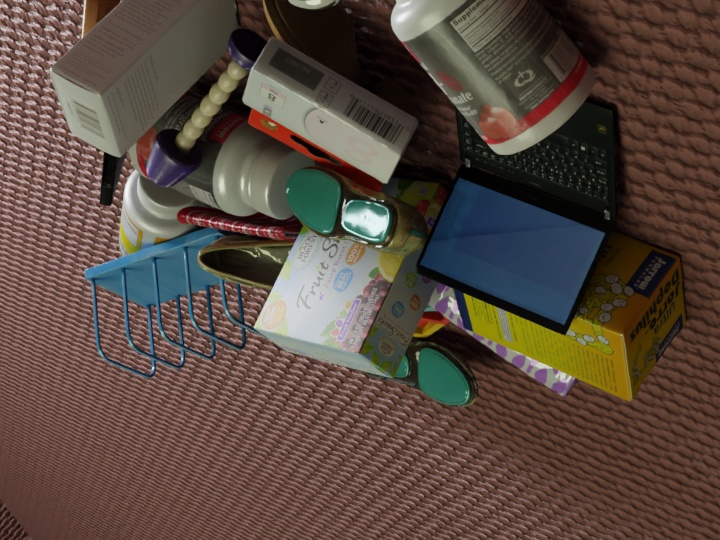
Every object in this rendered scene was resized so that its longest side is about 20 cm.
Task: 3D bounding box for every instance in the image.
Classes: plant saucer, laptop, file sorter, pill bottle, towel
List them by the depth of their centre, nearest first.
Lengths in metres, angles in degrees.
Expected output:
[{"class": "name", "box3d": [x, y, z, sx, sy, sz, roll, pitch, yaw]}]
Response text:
[{"class": "pill bottle", "box3d": [0.096, -0.203, 1.328, 0.200, 0.111, 0.111, 48, 153, -16]}, {"class": "laptop", "box3d": [0.137, -0.071, 1.466, 0.177, 0.103, 0.200, 23, 142, 30]}, {"class": "plant saucer", "box3d": [-0.278, -0.253, 1.700, 0.037, 0.200, 0.200, 4, 155, -9]}, {"class": "pill bottle", "box3d": [-0.152, -0.126, 1.769, 0.200, 0.111, 0.111, 23, 150, 31]}, {"class": "towel", "box3d": [-0.101, -0.053, 1.841, 0.145, 0.022, 0.200, 1, -174, -43]}, {"class": "file sorter", "box3d": [-0.221, 0.045, 1.990, 0.200, 0.123, 0.139, -17, 155, 22]}, {"class": "pill bottle", "box3d": [-0.247, -0.070, 2.007, 0.109, 0.109, 0.200, 37, 155, 6]}]

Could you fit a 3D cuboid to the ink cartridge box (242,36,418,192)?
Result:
[{"class": "ink cartridge box", "box3d": [-0.040, -0.131, 1.556, 0.163, 0.057, 0.200, 30, 154, 0]}]

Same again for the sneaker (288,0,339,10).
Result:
[{"class": "sneaker", "box3d": [-0.101, -0.317, 1.472, 0.200, 0.076, 0.116, 14, 141, 24]}]

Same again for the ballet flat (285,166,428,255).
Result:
[{"class": "ballet flat", "box3d": [-0.002, -0.057, 1.616, 0.200, 0.071, 0.071, 24, 152, 52]}]

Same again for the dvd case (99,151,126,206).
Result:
[{"class": "dvd case", "box3d": [-0.274, -0.179, 1.841, 0.018, 0.143, 0.200, 14, 154, -6]}]

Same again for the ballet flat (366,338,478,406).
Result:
[{"class": "ballet flat", "box3d": [0.081, 0.111, 1.910, 0.200, 0.072, 0.072, 16, 146, 44]}]

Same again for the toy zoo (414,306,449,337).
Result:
[{"class": "toy zoo", "box3d": [0.041, 0.041, 1.822, 0.131, 0.020, 0.200, 10, 160, -16]}]

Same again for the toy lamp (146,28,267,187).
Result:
[{"class": "toy lamp", "box3d": [-0.162, -0.163, 1.655, 0.058, 0.058, 0.200, 40, 126, 0]}]

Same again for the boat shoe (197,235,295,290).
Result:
[{"class": "boat shoe", "box3d": [-0.087, -0.005, 1.845, 0.201, 0.073, 0.063, 10, -173, 14]}]

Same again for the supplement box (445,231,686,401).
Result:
[{"class": "supplement box", "box3d": [0.202, 0.022, 1.551, 0.200, 0.109, 0.110, 23, 150, 30]}]

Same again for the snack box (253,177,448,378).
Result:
[{"class": "snack box", "box3d": [0.000, 0.000, 1.674, 0.169, 0.200, 0.068, 12, 160, 46]}]

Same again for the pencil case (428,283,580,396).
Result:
[{"class": "pencil case", "box3d": [0.163, 0.049, 1.680, 0.200, 0.084, 0.086, 34, 144, 8]}]

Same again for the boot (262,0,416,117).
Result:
[{"class": "boot", "box3d": [-0.045, -0.198, 1.589, 0.200, 0.077, 0.155, 40, 160, -16]}]

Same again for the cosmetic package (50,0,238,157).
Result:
[{"class": "cosmetic package", "box3d": [-0.215, -0.222, 1.613, 0.074, 0.200, 0.102, 29, 152, 22]}]
